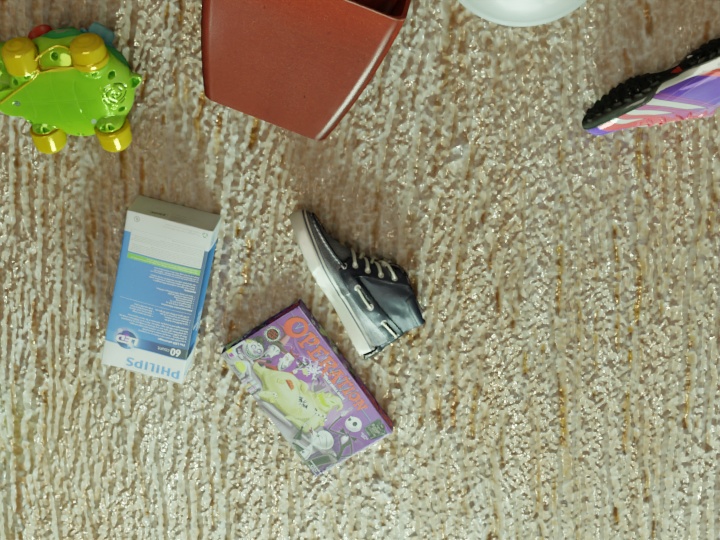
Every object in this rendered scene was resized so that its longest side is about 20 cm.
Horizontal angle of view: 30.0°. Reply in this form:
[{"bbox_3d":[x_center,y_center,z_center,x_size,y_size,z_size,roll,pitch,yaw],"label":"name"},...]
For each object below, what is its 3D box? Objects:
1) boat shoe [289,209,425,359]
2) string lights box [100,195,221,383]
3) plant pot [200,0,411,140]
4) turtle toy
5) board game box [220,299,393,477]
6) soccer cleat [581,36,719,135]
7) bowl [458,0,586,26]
[{"bbox_3d":[0.000,0.000,1.545,0.093,0.075,0.200,-26,115,7],"label":"boat shoe"},{"bbox_3d":[-0.235,0.024,1.575,0.102,0.059,0.201,15,112,0],"label":"string lights box"},{"bbox_3d":[-0.064,-0.256,1.388,0.199,0.200,0.177,21,125,-3],"label":"plant pot"},{"bbox_3d":[-0.334,-0.210,1.467,0.199,0.101,0.146,-1,135,8],"label":"turtle toy"},{"bbox_3d":[-0.063,0.145,1.627,0.120,0.032,0.200,-33,105,12],"label":"board game box"},{"bbox_3d":[0.337,-0.183,1.441,0.200,0.068,0.073,-26,112,12],"label":"soccer cleat"},{"bbox_3d":[0.170,-0.342,1.378,0.200,0.090,0.202,2,111,5],"label":"bowl"}]
